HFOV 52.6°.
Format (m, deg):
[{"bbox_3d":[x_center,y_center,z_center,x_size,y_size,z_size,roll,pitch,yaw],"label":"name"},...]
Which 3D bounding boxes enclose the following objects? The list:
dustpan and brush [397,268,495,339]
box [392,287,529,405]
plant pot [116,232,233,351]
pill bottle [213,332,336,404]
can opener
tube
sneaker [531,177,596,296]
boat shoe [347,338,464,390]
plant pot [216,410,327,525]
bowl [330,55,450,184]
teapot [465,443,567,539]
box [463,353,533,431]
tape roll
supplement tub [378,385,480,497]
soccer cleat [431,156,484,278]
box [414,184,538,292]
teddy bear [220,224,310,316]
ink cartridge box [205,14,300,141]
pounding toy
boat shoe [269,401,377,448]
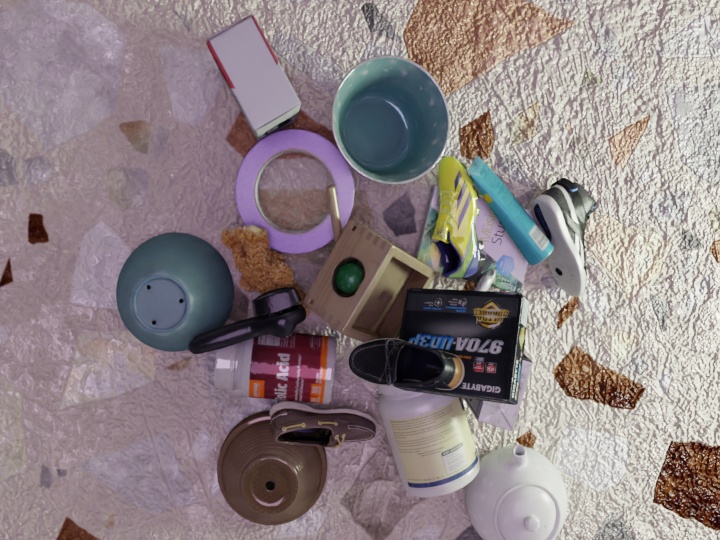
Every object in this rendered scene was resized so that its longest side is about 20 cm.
[{"bbox_3d":[0.169,0.073,1.218,0.138,0.057,0.202,27,79,30],"label":"dustpan and brush"},{"bbox_3d":[0.153,0.112,1.120,0.197,0.046,0.162,2,75,33],"label":"box"},{"bbox_3d":[-0.313,0.044,1.196,0.196,0.135,0.205,0,96,-4],"label":"plant pot"},{"bbox_3d":[-0.143,0.160,1.230,0.196,0.114,0.117,5,96,-4],"label":"pill bottle"},{"bbox_3d":[-0.180,0.090,1.166,0.197,0.063,0.080,-21,87,6],"label":"can opener"},{"bbox_3d":[0.247,-0.101,1.218,0.050,0.078,0.201,-34,101,26],"label":"tube"},{"bbox_3d":[0.376,-0.063,1.262,0.111,0.073,0.202,-36,117,-23],"label":"sneaker"},{"bbox_3d":[0.060,0.140,1.103,0.197,0.062,0.076,4,78,34],"label":"boat shoe"},{"bbox_3d":[-0.155,0.355,1.264,0.196,0.093,0.205,0,96,-3],"label":"plant pot"},{"bbox_3d":[0.036,-0.235,1.189,0.197,0.105,0.205,1,88,-16],"label":"bowl"},{"bbox_3d":[0.281,0.419,1.273,0.198,0.146,0.199,34,94,-8],"label":"teapot"},{"bbox_3d":[0.217,0.174,1.213,0.059,0.200,0.119,15,97,-4],"label":"box"},{"bbox_3d":[-0.109,-0.132,1.224,0.196,0.066,0.205,0,96,-3],"label":"tape roll"},{"bbox_3d":[0.113,0.263,1.244,0.142,0.145,0.204,-17,98,-2],"label":"supplement tub"},{"bbox_3d":[0.153,-0.085,1.207,0.082,0.064,0.204,-15,99,-21],"label":"soccer cleat"},{"bbox_3d":[0.202,-0.055,1.268,0.196,0.036,0.147,14,95,-4],"label":"box"},{"bbox_3d":[-0.160,0.008,1.198,0.143,0.067,0.202,8,134,32],"label":"teddy bear"},{"bbox_3d":[-0.163,-0.291,1.135,0.082,0.200,0.147,-30,98,-2],"label":"ink cartridge box"},{"bbox_3d":[0.000,0.000,1.186,0.141,0.199,0.186,34,94,36],"label":"pounding toy"},{"bbox_3d":[-0.060,0.274,1.250,0.197,0.060,0.072,14,132,-23],"label":"boat shoe"}]
